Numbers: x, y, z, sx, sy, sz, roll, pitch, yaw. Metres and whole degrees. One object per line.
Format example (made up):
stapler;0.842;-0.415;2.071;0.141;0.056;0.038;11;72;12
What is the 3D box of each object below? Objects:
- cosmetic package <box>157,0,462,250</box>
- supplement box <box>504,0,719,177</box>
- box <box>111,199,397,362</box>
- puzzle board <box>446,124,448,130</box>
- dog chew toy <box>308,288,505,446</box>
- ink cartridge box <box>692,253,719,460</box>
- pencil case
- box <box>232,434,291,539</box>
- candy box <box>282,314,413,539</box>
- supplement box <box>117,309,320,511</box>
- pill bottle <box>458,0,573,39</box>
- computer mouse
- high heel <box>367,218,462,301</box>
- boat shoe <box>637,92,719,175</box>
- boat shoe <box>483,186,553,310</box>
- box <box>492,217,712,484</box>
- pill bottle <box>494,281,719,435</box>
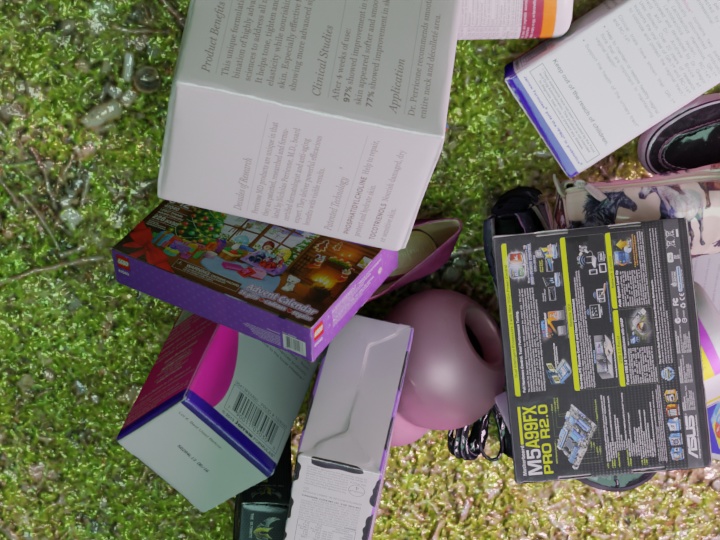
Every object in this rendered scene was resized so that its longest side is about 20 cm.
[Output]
cosmetic package;-0.037;-0.143;1.289;0.198;0.169;0.167;12;150;-4
supplement box;0.228;-0.178;1.410;0.199;0.101;0.104;-34;98;12
box;-0.086;-0.011;1.403;0.198;0.137;0.039;20;135;24
puzzle board;-0.044;-0.125;1.475;0.199;0.017;0.151;-34;111;12
dog chew toy;0.034;0.100;1.521;0.199;0.125;0.125;-31;113;31
ink cartridge box;0.277;0.055;1.515;0.198;0.043;0.200;12;98;17
pencil case;0.260;-0.050;1.429;0.198;0.078;0.090;-9;138;7
box;-0.093;0.259;1.563;0.050;0.158;0.202;3;113;-4
candy box;-0.015;0.165;1.401;0.071;0.169;0.201;12;132;2
supplement box;-0.109;0.086;1.444;0.101;0.201;0.103;43;132;-18
pill bottle;0.070;-0.242;1.376;0.198;0.110;0.111;-1;114;1
computer mouse;0.189;0.137;1.583;0.198;0.053;0.140;22;96;-7
high heel;0.000;0.000;1.440;0.096;0.199;0.068;-41;68;44
boat shoe;0.342;-0.113;1.471;0.198;0.068;0.072;-8;114;0
boat shoe;0.146;0.032;1.482;0.074;0.093;0.202;-13;96;18
box;0.193;0.065;1.369;0.158;0.044;0.202;-6;85;6
pill bottle;0.217;0.096;1.438;0.199;0.104;0.105;-27;113;3
